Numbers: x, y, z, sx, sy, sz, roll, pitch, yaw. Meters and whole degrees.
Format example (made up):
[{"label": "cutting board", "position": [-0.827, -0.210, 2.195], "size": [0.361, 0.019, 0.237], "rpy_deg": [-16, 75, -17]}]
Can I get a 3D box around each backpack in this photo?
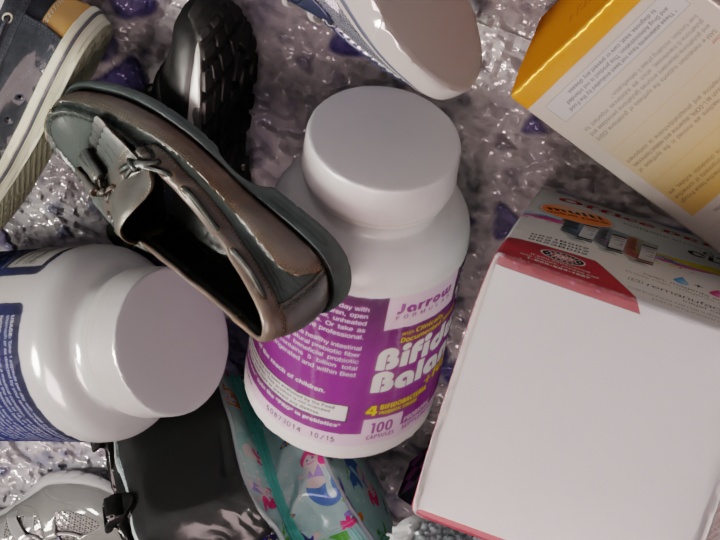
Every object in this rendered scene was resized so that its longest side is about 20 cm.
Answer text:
[{"label": "backpack", "position": [-0.057, 0.159, 1.648], "size": [0.150, 0.178, 0.200], "rpy_deg": [-22, 127, 0]}]

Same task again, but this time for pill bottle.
[{"label": "pill bottle", "position": [-0.169, 0.042, 1.584], "size": [0.200, 0.111, 0.111], "rpy_deg": [-3, 132, 47]}, {"label": "pill bottle", "position": [0.000, 0.000, 1.524], "size": [0.112, 0.112, 0.200], "rpy_deg": [17, 136, 7]}]

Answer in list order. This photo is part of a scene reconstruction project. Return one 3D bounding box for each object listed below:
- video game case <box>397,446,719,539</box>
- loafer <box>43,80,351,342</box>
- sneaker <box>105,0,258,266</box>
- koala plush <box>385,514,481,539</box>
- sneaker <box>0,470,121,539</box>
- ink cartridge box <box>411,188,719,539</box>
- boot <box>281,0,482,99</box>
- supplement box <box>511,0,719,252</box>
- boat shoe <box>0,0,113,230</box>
[{"label": "video game case", "position": [0.148, 0.126, 1.633], "size": [0.181, 0.036, 0.200], "rpy_deg": [34, 134, -12]}, {"label": "loafer", "position": [-0.097, -0.032, 1.454], "size": [0.200, 0.063, 0.072], "rpy_deg": [33, 141, 24]}, {"label": "sneaker", "position": [-0.110, -0.071, 1.534], "size": [0.087, 0.076, 0.200], "rpy_deg": [18, 136, 13]}, {"label": "koala plush", "position": [0.110, 0.211, 1.584], "size": [0.177, 0.184, 0.201], "rpy_deg": [-5, 120, 13]}, {"label": "sneaker", "position": [-0.218, 0.192, 1.812], "size": [0.200, 0.082, 0.075], "rpy_deg": [-22, 120, 36]}, {"label": "ink cartridge box", "position": [0.127, 0.058, 1.439], "size": [0.145, 0.200, 0.145], "rpy_deg": [18, 103, 6]}, {"label": "boot", "position": [-0.026, -0.160, 1.426], "size": [0.090, 0.073, 0.200], "rpy_deg": [-23, 111, 45]}, {"label": "supplement box", "position": [0.194, -0.084, 1.393], "size": [0.200, 0.074, 0.126], "rpy_deg": [36, 134, -12]}, {"label": "boat shoe", "position": [-0.207, -0.073, 1.549], "size": [0.062, 0.075, 0.200], "rpy_deg": [33, 114, 4]}]
